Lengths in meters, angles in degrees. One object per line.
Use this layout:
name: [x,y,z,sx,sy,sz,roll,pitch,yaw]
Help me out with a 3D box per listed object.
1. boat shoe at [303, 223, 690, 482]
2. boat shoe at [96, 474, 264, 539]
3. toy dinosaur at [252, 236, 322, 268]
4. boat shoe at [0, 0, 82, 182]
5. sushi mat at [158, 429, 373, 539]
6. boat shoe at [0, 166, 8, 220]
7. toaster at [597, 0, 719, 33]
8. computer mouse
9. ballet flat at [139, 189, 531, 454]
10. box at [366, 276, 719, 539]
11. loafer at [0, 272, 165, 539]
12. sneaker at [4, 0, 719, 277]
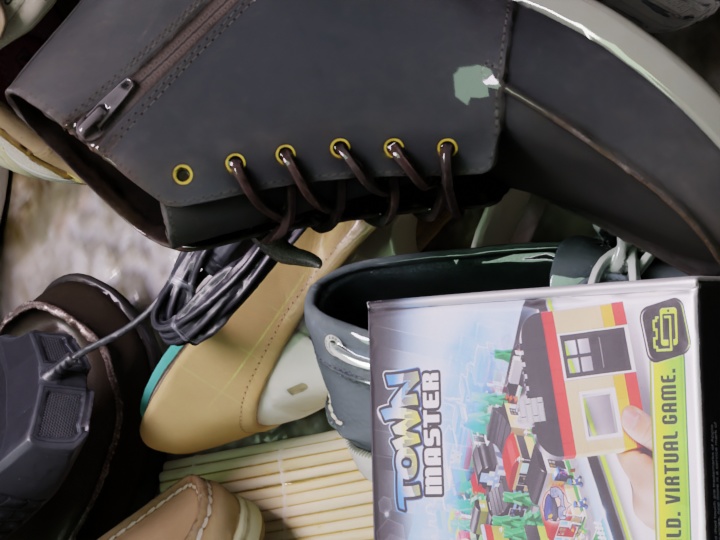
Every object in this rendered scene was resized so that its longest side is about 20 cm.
boat shoe: [0.067,0.018,0.775,0.199,0.073,0.062,-9,119,39]
boat shoe: [-0.118,0.132,0.894,0.200,0.066,0.074,-43,20,3]
toy dinosaur: [-0.032,-0.083,0.823,0.200,0.102,0.077,54,138,44]
boat shoe: [-0.121,-0.097,0.897,0.066,0.200,0.074,23,72,38]
sushi mat: [0.009,0.095,0.878,0.199,0.012,0.096,-13,77,42]
boat shoe: [-0.169,0.032,1.018,0.067,0.057,0.202,0,87,41]
toaster: [0.049,-0.156,0.775,0.199,0.113,0.130,32,96,29]
computer mouse: [-0.078,0.030,0.871,0.200,0.034,0.059,-37,39,30]
ballet flat: [0.000,0.000,0.862,0.063,0.068,0.200,45,119,16]
box: [0.055,0.105,0.720,0.110,0.035,0.202,-5,85,41]
loafer: [-0.129,0.096,0.951,0.073,0.071,0.201,28,102,23]
sneaker: [0.010,-0.029,0.733,0.199,0.075,0.107,32,74,16]
